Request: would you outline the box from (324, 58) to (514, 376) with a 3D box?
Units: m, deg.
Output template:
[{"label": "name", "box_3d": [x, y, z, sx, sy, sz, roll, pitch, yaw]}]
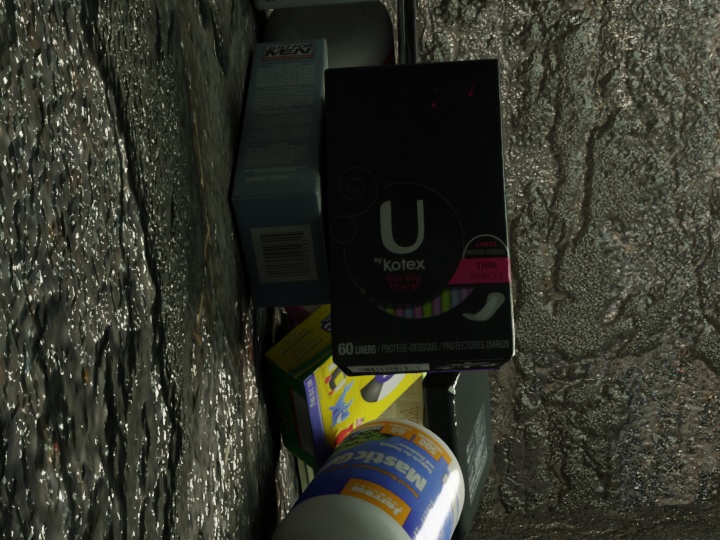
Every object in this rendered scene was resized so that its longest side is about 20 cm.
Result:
[{"label": "box", "box_3d": [0.040, -0.032, 0.724, 0.106, 0.121, 0.203, 71, 16, -80]}]

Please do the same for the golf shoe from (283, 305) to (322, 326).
[{"label": "golf shoe", "box_3d": [0.000, 0.000, 0.895, 0.076, 0.091, 0.199, 53, 26, 11]}]

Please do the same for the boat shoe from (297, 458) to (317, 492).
[{"label": "boat shoe", "box_3d": [-0.029, 0.133, 0.929, 0.075, 0.061, 0.202, -85, 170, -59]}]

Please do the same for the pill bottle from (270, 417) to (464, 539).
[{"label": "pill bottle", "box_3d": [0.000, 0.193, 0.734, 0.200, 0.111, 0.113, -42, 130, -66]}]

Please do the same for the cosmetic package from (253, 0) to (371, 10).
[{"label": "cosmetic package", "box_3d": [-0.038, -0.340, 0.783, 0.200, 0.121, 0.202, 79, 10, -68]}]

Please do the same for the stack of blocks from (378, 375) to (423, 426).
[{"label": "stack of blocks", "box_3d": [0.014, 0.089, 1.043, 0.115, 0.058, 0.203, 154, -60, -65]}]

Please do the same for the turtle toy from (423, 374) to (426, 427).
[{"label": "turtle toy", "box_3d": [0.051, 0.174, 1.128, 0.146, 0.100, 0.202, 43, 55, -65]}]

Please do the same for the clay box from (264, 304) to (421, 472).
[{"label": "clay box", "box_3d": [0.014, 0.056, 0.848, 0.200, 0.047, 0.116, -40, 143, -29]}]

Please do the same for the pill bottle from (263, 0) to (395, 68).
[{"label": "pill bottle", "box_3d": [-0.021, -0.149, 0.945, 0.201, 0.111, 0.113, 83, 5, -55]}]

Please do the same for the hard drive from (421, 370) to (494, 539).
[{"label": "hard drive", "box_3d": [0.103, 0.157, 1.070, 0.140, 0.033, 0.202, -58, 147, -52]}]

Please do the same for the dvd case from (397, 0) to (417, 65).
[{"label": "dvd case", "box_3d": [0.040, -0.190, 0.900, 0.149, 0.016, 0.203, 48, 41, -86]}]

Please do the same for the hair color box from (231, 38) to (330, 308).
[{"label": "hair color box", "box_3d": [-0.051, -0.077, 0.775, 0.201, 0.060, 0.100, -89, 175, -49]}]
